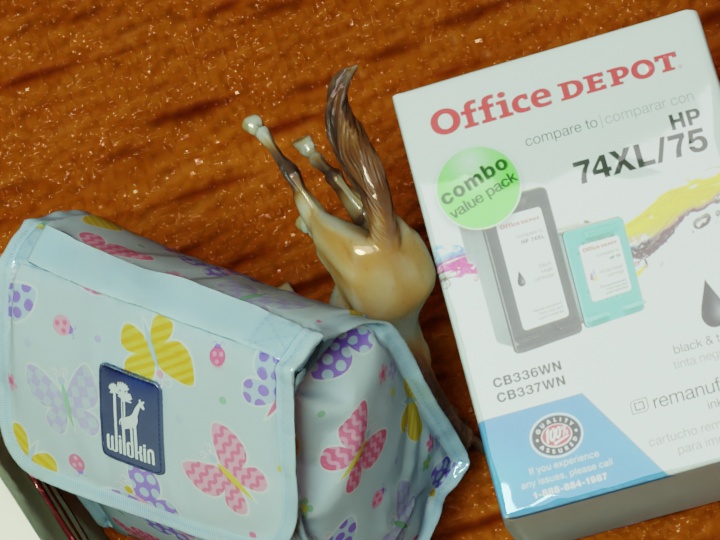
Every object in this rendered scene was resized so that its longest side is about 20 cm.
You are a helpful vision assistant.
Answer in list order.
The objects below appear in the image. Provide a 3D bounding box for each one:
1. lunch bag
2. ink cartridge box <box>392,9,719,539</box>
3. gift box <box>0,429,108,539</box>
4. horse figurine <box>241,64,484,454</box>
[{"bbox_3d":[-0.066,0.063,1.161,0.169,0.200,0.127,19,66,26],"label":"lunch bag"},{"bbox_3d":[0.114,0.009,1.189,0.147,0.146,0.200,-16,76,5],"label":"ink cartridge box"},{"bbox_3d":[-0.236,0.135,1.213,0.200,0.185,0.187,-33,78,-3],"label":"gift box"},{"bbox_3d":[0.000,0.000,1.203,0.050,0.200,0.133,-30,56,-19],"label":"horse figurine"}]
